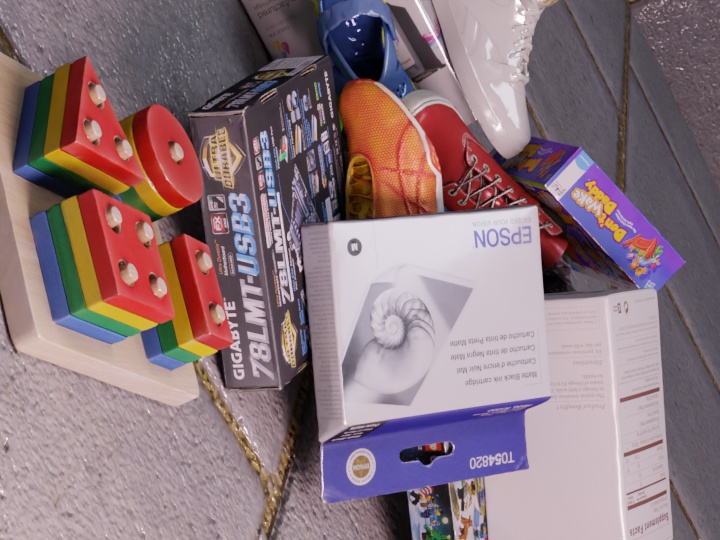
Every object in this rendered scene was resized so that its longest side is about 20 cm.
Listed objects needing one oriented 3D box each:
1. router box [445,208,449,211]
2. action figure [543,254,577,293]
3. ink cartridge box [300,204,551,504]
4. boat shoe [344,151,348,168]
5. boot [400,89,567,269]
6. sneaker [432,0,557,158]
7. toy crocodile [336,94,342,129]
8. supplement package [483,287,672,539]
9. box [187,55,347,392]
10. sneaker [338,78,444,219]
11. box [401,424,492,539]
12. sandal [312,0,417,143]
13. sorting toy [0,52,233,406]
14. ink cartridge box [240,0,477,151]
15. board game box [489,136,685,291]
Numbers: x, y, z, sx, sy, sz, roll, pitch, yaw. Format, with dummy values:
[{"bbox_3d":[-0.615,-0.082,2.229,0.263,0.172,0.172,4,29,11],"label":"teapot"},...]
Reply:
[{"bbox_3d":[0.073,0.015,1.896,0.148,0.051,0.202,-13,80,-45],"label":"router box"},{"bbox_3d":[0.177,0.058,1.883,0.130,0.069,0.201,36,35,-30],"label":"action figure"},{"bbox_3d":[0.052,0.058,1.591,0.198,0.040,0.202,-6,93,-36],"label":"ink cartridge box"},{"bbox_3d":[0.000,0.000,1.788,0.059,0.072,0.202,-1,76,-26],"label":"boat shoe"},{"bbox_3d":[0.100,-0.066,1.781,0.144,0.073,0.200,41,3,28],"label":"boot"},{"bbox_3d":[0.131,-0.205,1.847,0.202,0.115,0.074,71,16,5],"label":"sneaker"},{"bbox_3d":[-0.066,-0.119,1.727,0.062,0.067,0.200,67,18,-3],"label":"toy crocodile"},{"bbox_3d":[0.166,0.119,1.709,0.117,0.116,0.202,-6,92,-64],"label":"supplement package"},{"bbox_3d":[-0.057,-0.038,1.576,0.198,0.049,0.202,-43,127,-65],"label":"box"},{"bbox_3d":[0.021,-0.044,1.631,0.077,0.073,0.202,-19,94,-37],"label":"sneaker"},{"bbox_3d":[0.083,0.202,1.703,0.136,0.037,0.202,-24,109,-64],"label":"box"},{"bbox_3d":[0.005,-0.161,1.810,0.087,0.079,0.201,-101,171,-69],"label":"sandal"},{"bbox_3d":[-0.155,-0.035,1.370,0.200,0.069,0.200,28,42,-62],"label":"sorting toy"},{"bbox_3d":[0.003,-0.199,1.891,0.201,0.147,0.086,61,19,-15],"label":"ink cartridge box"},{"bbox_3d":[0.185,-0.050,1.882,0.135,0.045,0.200,46,-4,-14],"label":"board game box"}]
